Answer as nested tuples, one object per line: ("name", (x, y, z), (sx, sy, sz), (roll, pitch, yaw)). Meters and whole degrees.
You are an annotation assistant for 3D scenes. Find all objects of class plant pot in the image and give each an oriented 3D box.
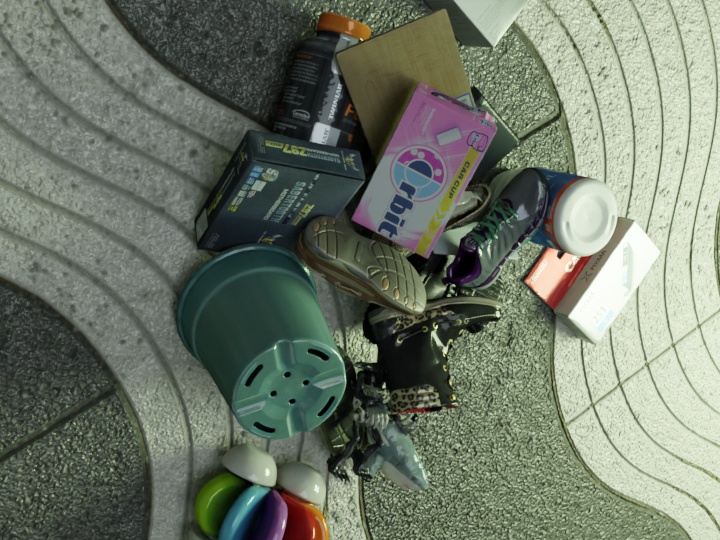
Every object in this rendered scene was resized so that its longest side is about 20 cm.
("plant pot", (-0.118, 0.099, 1.251), (0.198, 0.196, 0.202), (-12, 123, -19))

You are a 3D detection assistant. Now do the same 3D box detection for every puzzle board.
("puzzle board", (0.068, -0.220, 1.265), (0.150, 0.017, 0.201), (-22, 121, 1))

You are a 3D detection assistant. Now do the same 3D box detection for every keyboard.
("keyboard", (0.169, -0.047, 1.459), (0.199, 0.011, 0.057), (3, 71, -44))

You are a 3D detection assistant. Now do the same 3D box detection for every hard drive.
("hard drive", (0.119, -0.153, 1.369), (0.200, 0.033, 0.139), (-40, 143, 13))

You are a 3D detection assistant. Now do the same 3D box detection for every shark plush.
("shark plush", (0.057, 0.231, 1.470), (0.091, 0.083, 0.202), (6, 81, -60))

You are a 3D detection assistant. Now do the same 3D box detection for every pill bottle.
("pill bottle", (-0.047, -0.234, 1.289), (0.105, 0.106, 0.202), (14, 95, -30))
("pill bottle", (0.274, -0.093, 1.438), (0.111, 0.200, 0.113), (-7, 104, -27))

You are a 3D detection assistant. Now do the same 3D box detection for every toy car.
("toy car", (-0.132, 0.354, 1.358), (0.199, 0.150, 0.176), (27, 89, -30))

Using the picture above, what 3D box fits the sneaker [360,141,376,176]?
("sneaker", (0.086, -0.187, 1.388), (0.200, 0.076, 0.114), (-48, 112, -16))

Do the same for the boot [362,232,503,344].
("boot", (0.115, 0.055, 1.459), (0.158, 0.079, 0.212), (42, 81, -29))

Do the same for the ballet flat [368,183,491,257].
("ballet flat", (0.097, -0.075, 1.355), (0.199, 0.075, 0.068), (-25, 74, -15))

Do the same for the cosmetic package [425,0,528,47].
("cosmetic package", (0.139, -0.419, 1.360), (0.200, 0.081, 0.113), (43, 81, -28))

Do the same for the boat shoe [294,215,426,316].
("boat shoe", (0.000, 0.000, 1.292), (0.199, 0.072, 0.076), (35, 52, -17))

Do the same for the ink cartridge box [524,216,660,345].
("ink cartridge box", (0.386, -0.006, 1.609), (0.176, 0.045, 0.201), (40, 82, -30))

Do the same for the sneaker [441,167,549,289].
("sneaker", (0.189, -0.053, 1.356), (0.087, 0.074, 0.201), (-4, 129, -51))

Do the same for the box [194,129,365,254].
("box", (-0.107, -0.089, 1.254), (0.157, 0.200, 0.051), (7, 55, -30))

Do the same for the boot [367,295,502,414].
("boot", (0.113, 0.116, 1.350), (0.198, 0.073, 0.152), (-3, 75, -22))

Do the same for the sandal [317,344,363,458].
("sandal", (-0.046, 0.195, 1.424), (0.079, 0.057, 0.202), (-29, 128, -29))

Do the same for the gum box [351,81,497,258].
("gum box", (0.083, -0.133, 1.250), (0.113, 0.066, 0.201), (26, 112, -2))

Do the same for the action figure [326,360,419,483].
("action figure", (0.028, 0.204, 1.384), (0.118, 0.102, 0.202), (16, 99, -43))
